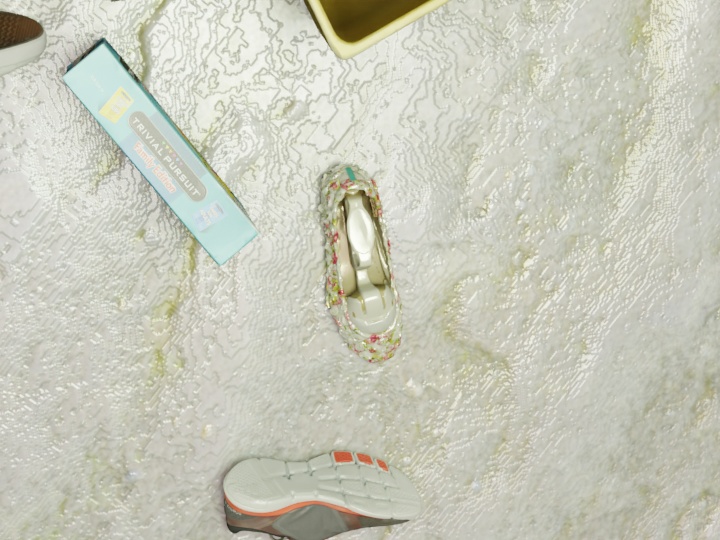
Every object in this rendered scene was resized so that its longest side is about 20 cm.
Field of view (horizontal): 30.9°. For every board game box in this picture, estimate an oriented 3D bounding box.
[{"bbox_3d":[-0.173,-0.107,1.126,0.047,0.151,0.200,-39,106,-1],"label":"board game box"}]

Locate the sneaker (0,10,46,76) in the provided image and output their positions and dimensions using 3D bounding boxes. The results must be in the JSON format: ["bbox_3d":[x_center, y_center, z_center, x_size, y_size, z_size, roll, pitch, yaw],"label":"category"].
[{"bbox_3d":[-0.368,-0.167,1.132,0.198,0.073,0.085,-16,138,-14],"label":"sneaker"}]

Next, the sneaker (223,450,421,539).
[{"bbox_3d":[-0.041,0.231,1.280,0.198,0.077,0.082,7,128,-11],"label":"sneaker"}]

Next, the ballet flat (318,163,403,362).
[{"bbox_3d":[0.000,0.000,1.228,0.075,0.064,0.202,-16,105,-8],"label":"ballet flat"}]

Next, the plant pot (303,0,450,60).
[{"bbox_3d":[0.006,-0.312,1.090,0.193,0.200,0.197,-30,105,-3],"label":"plant pot"}]
